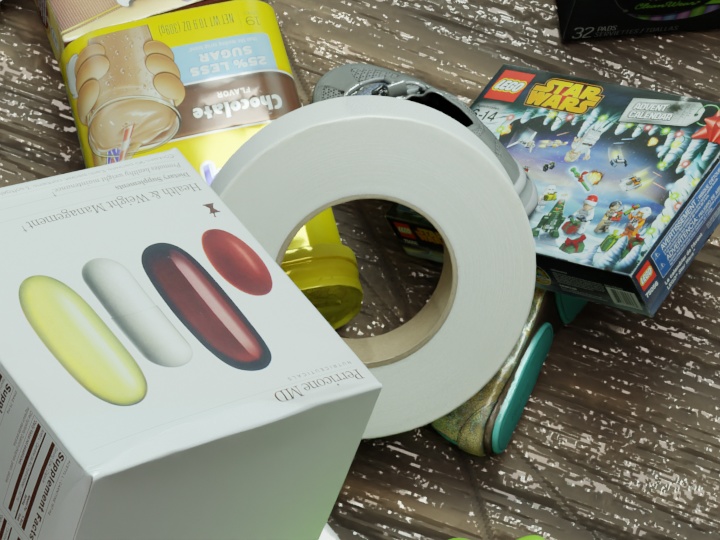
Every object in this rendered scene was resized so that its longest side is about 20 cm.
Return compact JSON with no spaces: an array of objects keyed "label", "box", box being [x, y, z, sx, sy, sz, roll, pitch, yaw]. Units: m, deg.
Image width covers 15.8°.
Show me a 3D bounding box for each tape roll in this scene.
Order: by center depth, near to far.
[{"label":"tape roll","box":[0.000,0.000,1.488,0.201,0.037,0.204,-3,113,-7]}]

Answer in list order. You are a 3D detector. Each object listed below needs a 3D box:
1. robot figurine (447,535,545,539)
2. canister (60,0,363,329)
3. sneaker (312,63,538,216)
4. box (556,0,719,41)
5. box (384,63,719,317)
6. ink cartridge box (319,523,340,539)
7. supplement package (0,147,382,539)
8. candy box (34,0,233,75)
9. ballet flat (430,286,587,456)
[{"label":"robot figurine","box":[0.029,0.224,1.423,0.199,0.116,0.176,-29,70,-16]},{"label":"canister","box":[-0.095,-0.054,1.584,0.148,0.087,0.201,-13,68,-9]},{"label":"sneaker","box":[0.033,-0.092,1.575,0.075,0.082,0.200,-43,40,-14]},{"label":"box","box":[0.226,-0.239,1.655,0.199,0.149,0.125,-5,67,-7]},{"label":"box","box":[0.129,-0.052,1.566,0.199,0.040,0.137,14,57,43]},{"label":"ink cartridge box","box":[-0.079,0.226,1.494,0.200,0.045,0.176,-36,77,-18]},{"label":"supplement package","box":[-0.134,0.066,1.373,0.191,0.148,0.200,-16,52,-39]},{"label":"candy box","box":[-0.167,-0.234,1.665,0.116,0.057,0.201,-17,70,-13]},{"label":"ballet flat","box":[0.099,0.020,1.588,0.070,0.071,0.201,30,68,6]}]
